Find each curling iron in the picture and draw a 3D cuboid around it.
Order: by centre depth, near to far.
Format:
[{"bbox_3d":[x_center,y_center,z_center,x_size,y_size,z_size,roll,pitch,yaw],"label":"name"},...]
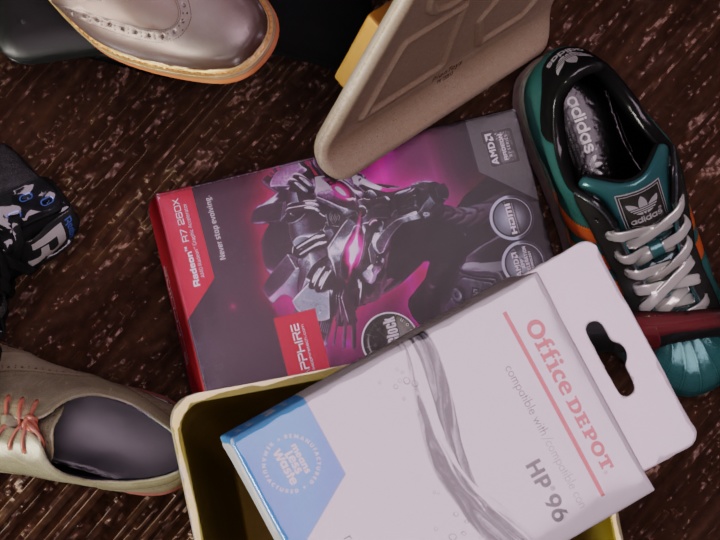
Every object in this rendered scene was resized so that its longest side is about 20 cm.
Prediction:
[{"bbox_3d":[0.138,0.022,1.404,0.199,0.026,0.050,-8,127,-11],"label":"curling iron"}]

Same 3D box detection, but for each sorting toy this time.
[{"bbox_3d":[0.062,-0.151,1.355,0.036,0.200,0.185,44,51,15],"label":"sorting toy"}]

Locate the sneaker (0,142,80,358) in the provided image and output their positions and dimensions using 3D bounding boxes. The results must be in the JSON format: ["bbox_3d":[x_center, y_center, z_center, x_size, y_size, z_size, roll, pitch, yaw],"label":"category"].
[{"bbox_3d":[-0.186,0.010,1.364,0.112,0.073,0.200,-20,57,-5],"label":"sneaker"}]

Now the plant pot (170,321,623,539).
[{"bbox_3d":[0.017,0.143,1.368,0.199,0.176,0.201,-11,89,-6],"label":"plant pot"}]

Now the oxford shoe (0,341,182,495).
[{"bbox_3d":[-0.176,0.071,1.399,0.199,0.075,0.071,8,86,-6],"label":"oxford shoe"}]

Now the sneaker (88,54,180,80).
[{"bbox_3d":[-0.153,-0.165,1.422,0.199,0.060,0.105,11,89,-4],"label":"sneaker"}]

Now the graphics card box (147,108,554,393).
[{"bbox_3d":[0.000,0.000,1.432,0.199,0.051,0.126,-13,82,-8],"label":"graphics card box"}]

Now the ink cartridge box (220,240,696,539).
[{"bbox_3d":[0.051,0.078,1.252,0.200,0.068,0.116,-29,91,-7],"label":"ink cartridge box"}]

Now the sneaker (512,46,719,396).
[{"bbox_3d":[0.141,-0.023,1.436,0.071,0.080,0.200,-28,94,-7],"label":"sneaker"}]

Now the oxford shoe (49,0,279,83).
[{"bbox_3d":[-0.129,-0.153,1.308,0.200,0.073,0.071,30,84,15],"label":"oxford shoe"}]

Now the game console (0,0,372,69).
[{"bbox_3d":[-0.095,-0.197,1.411,0.175,0.116,0.201,-8,75,9],"label":"game console"}]
